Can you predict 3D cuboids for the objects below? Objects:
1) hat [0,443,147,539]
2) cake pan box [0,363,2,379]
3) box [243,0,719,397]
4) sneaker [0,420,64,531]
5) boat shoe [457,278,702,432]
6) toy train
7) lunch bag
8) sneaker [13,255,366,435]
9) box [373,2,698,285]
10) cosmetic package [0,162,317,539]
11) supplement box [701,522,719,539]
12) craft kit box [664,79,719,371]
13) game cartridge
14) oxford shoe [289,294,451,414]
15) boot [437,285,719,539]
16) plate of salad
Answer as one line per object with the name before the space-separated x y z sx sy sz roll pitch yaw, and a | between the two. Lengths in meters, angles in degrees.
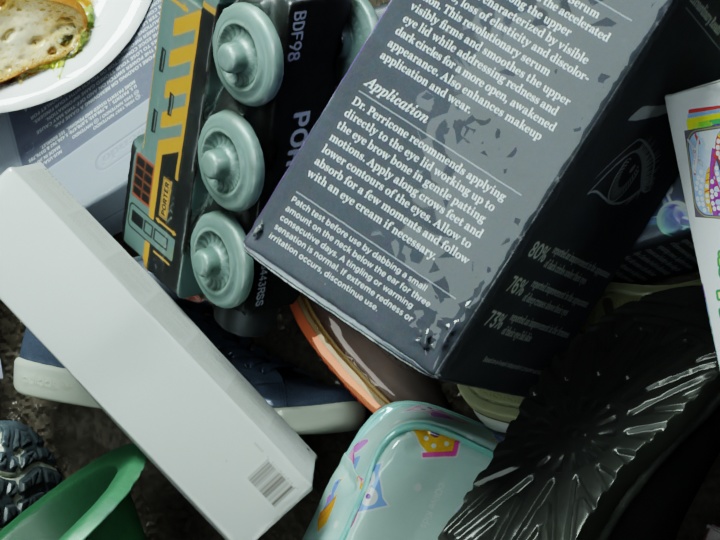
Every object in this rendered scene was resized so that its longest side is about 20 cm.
hat | -0.113 0.200 0.950 0.166 0.200 0.176 -40 98 -6
cake pan box | -0.296 -0.004 1.106 0.184 0.052 0.201 -17 79 31
box | 0.066 -0.058 0.829 0.104 0.148 0.200 33 95 21
sneaker | -0.216 0.178 1.058 0.086 0.078 0.201 6 85 25
boat shoe | 0.147 0.043 0.930 0.199 0.068 0.075 -13 58 13
toy train | -0.057 -0.070 0.928 0.114 0.085 0.200 37 129 39
lunch bag | 0.041 0.175 0.941 0.160 0.077 0.200 23 95 -10
sneaker | -0.088 0.037 1.027 0.199 0.075 0.085 8 88 20
box | 0.105 -0.068 0.951 0.199 0.107 0.149 -16 78 17
cosmetic package | -0.106 0.039 0.930 0.051 0.083 0.200 -43 93 5
supplement box | 0.173 0.230 0.916 0.109 0.061 0.200 26 94 21
craft kit box | 0.219 0.011 0.839 0.048 0.200 0.198 -9 90 44
game cartridge | -0.120 -0.093 1.049 0.200 0.041 0.133 -33 47 15
oxford shoe | 0.000 0.000 1.002 0.072 0.071 0.200 -34 73 9
boot | 0.116 0.124 0.855 0.079 0.158 0.211 17 56 46
plate of salad | -0.204 -0.178 1.036 0.199 0.048 0.201 2 72 -7
